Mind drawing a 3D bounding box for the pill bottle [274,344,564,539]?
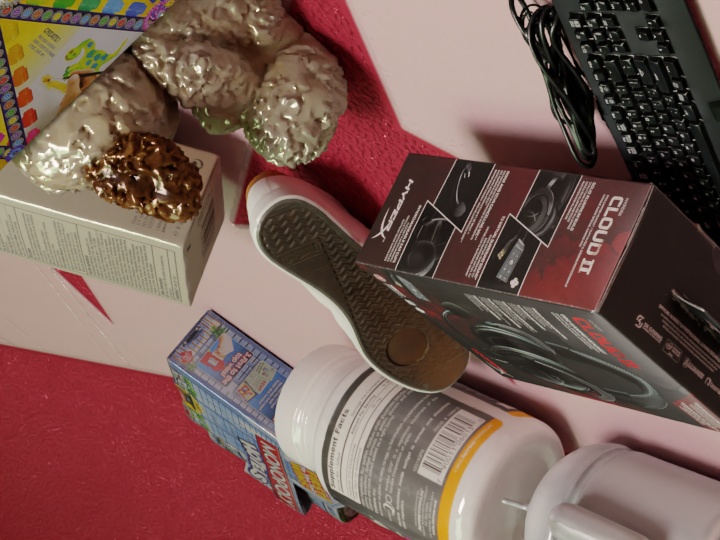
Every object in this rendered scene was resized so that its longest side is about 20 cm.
[{"bbox_3d":[0.039,0.129,1.264,0.199,0.116,0.117,23,152,40],"label":"pill bottle"}]

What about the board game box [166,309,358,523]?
[{"bbox_3d":[-0.056,0.151,1.516,0.199,0.062,0.200,29,155,24],"label":"board game box"}]

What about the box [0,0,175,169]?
[{"bbox_3d":[-0.229,-0.177,0.936,0.200,0.193,0.122,47,-179,19],"label":"box"}]

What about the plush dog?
[{"bbox_3d":[-0.133,-0.113,1.016,0.199,0.172,0.161,22,151,37],"label":"plush dog"}]

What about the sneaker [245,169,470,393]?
[{"bbox_3d":[0.000,0.000,1.184,0.200,0.073,0.085,45,-173,-28],"label":"sneaker"}]

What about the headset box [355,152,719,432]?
[{"bbox_3d":[0.120,0.012,0.948,0.199,0.078,0.149,14,162,48],"label":"headset box"}]

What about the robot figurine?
[{"bbox_3d":[0.188,0.181,1.142,0.199,0.113,0.169,18,174,40],"label":"robot figurine"}]

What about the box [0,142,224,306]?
[{"bbox_3d":[-0.200,-0.052,1.212,0.199,0.078,0.095,16,153,5],"label":"box"}]

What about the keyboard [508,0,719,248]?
[{"bbox_3d":[0.131,-0.076,0.865,0.104,0.040,0.200,14,145,44],"label":"keyboard"}]
